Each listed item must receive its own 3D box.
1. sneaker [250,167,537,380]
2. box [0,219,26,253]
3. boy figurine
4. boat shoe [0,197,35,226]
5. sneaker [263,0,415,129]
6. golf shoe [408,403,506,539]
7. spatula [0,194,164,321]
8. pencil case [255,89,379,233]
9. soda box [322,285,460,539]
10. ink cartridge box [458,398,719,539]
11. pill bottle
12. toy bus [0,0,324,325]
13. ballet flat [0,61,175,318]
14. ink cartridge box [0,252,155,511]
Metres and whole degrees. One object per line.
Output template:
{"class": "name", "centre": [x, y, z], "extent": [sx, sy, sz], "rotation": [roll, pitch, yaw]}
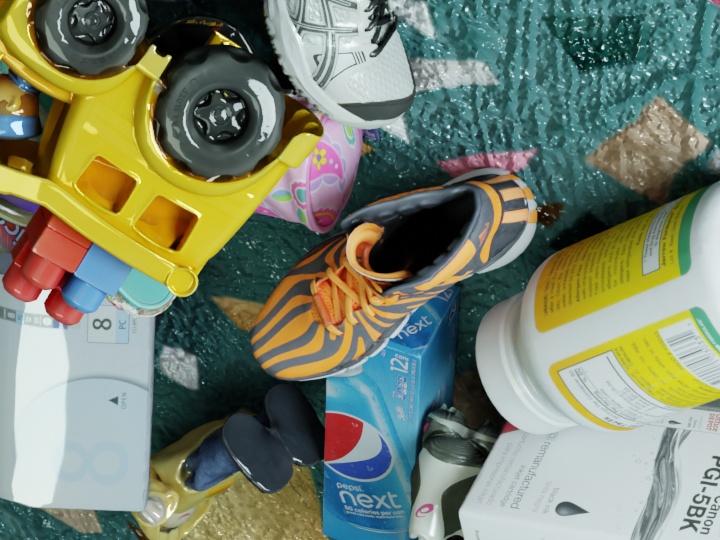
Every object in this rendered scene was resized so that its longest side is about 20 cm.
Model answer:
{"class": "sneaker", "centre": [0.000, 0.000, 1.648], "extent": [0.200, 0.112, 0.078], "rotation": [-36, 78, 22]}
{"class": "box", "centre": [-0.256, 0.016, 1.868], "extent": [0.095, 0.100, 0.200], "rotation": [-24, 115, 44]}
{"class": "boy figurine", "centre": [-0.104, 0.136, 1.880], "extent": [0.064, 0.124, 0.200], "rotation": [56, 143, 0]}
{"class": "boat shoe", "centre": [-0.273, -0.098, 1.795], "extent": [0.201, 0.072, 0.066], "rotation": [39, 152, -15]}
{"class": "sneaker", "centre": [-0.010, -0.161, 1.565], "extent": [0.088, 0.076, 0.200], "rotation": [-10, 127, 32]}
{"class": "golf shoe", "centre": [0.071, 0.162, 1.802], "extent": [0.077, 0.088, 0.200], "rotation": [14, 158, 27]}
{"class": "spatula", "centre": [-0.169, -0.013, 1.800], "extent": [0.056, 0.021, 0.200], "rotation": [-6, 149, 18]}
{"class": "pencil case", "centre": [-0.096, -0.082, 1.687], "extent": [0.200, 0.087, 0.087], "rotation": [12, 136, 20]}
{"class": "soda box", "centre": [0.018, 0.090, 1.800], "extent": [0.064, 0.068, 0.200], "rotation": [17, 137, 15]}
{"class": "ink cartridge box", "centre": [0.180, 0.137, 1.690], "extent": [0.200, 0.147, 0.083], "rotation": [6, 132, 25]}
{"class": "pill bottle", "centre": [0.163, 0.028, 1.618], "extent": [0.200, 0.113, 0.113], "rotation": [-25, 115, 44]}
{"class": "toy bus", "centre": [-0.150, -0.071, 1.559], "extent": [0.200, 0.136, 0.192], "rotation": [34, 98, -16]}
{"class": "ballet flat", "centre": [-0.166, -0.064, 1.648], "extent": [0.064, 0.076, 0.200], "rotation": [-13, 104, 60]}
{"class": "ink cartridge box", "centre": [-0.230, 0.069, 1.794], "extent": [0.200, 0.047, 0.160], "rotation": [2, 115, -5]}
